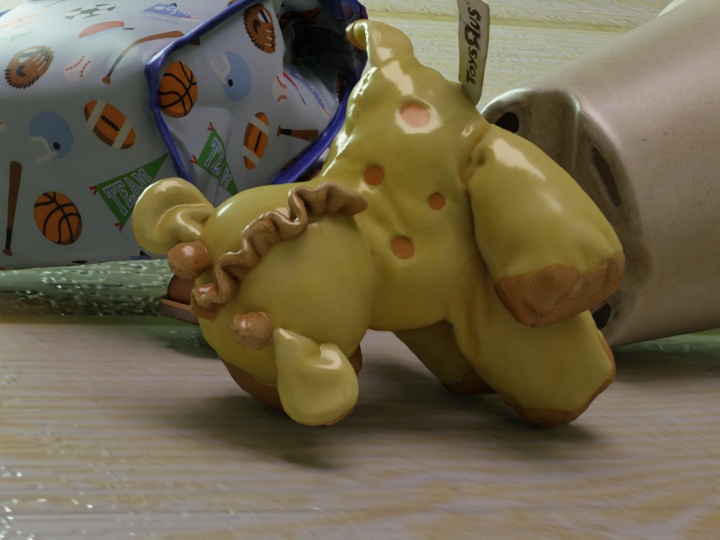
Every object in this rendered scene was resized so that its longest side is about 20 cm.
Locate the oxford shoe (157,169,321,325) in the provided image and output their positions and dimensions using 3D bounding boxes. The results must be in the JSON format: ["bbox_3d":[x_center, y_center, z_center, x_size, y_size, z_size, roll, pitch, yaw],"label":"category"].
[{"bbox_3d":[-0.038,-0.011,1.415,0.071,0.072,0.200,15,16,21],"label":"oxford shoe"}]

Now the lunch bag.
[{"bbox_3d":[-0.108,-0.088,1.430,0.169,0.124,0.200,0,22,30],"label":"lunch bag"}]

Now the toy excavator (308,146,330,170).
[{"bbox_3d":[-0.056,-0.123,1.612,0.099,0.201,0.194,7,-4,-1],"label":"toy excavator"}]

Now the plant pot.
[{"bbox_3d":[0.155,-0.045,1.461,0.183,0.201,0.200,-18,26,-37],"label":"plant pot"}]

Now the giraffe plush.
[{"bbox_3d":[0.000,0.000,1.248,0.162,0.201,0.172,-34,37,-26],"label":"giraffe plush"}]
